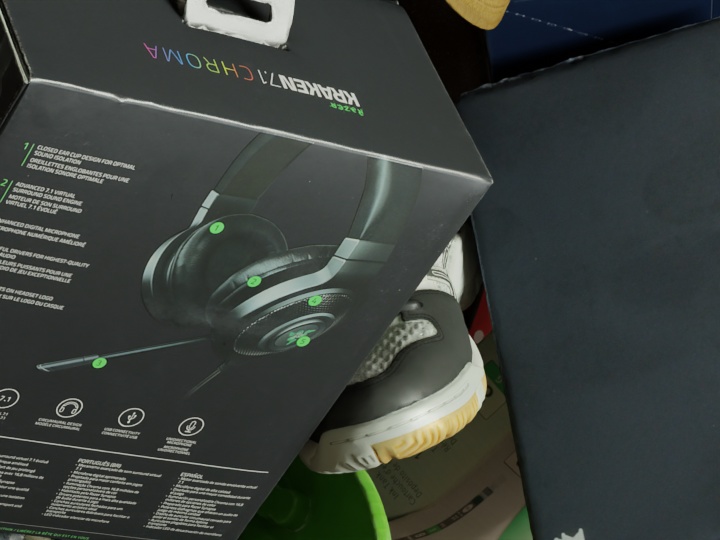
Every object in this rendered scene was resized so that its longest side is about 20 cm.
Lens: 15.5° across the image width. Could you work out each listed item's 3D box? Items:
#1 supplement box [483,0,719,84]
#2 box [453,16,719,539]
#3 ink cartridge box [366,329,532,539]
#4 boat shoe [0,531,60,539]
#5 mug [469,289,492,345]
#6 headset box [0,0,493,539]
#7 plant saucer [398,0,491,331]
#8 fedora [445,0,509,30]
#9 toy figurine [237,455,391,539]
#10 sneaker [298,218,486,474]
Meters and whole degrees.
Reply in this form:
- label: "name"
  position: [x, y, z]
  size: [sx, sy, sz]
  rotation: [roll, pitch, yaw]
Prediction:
- label: "supplement box"
  position: [0.109, -0.165, 1.089]
  size: [0.200, 0.133, 0.201]
  rotation: [74, 9, -69]
- label: "box"
  position: [0.134, 0.036, 1.045]
  size: [0.197, 0.123, 0.201]
  rotation: [35, 42, -63]
- label: "ink cartridge box"
  position: [0.026, 0.127, 1.172]
  size: [0.200, 0.050, 0.161]
  rotation: [-44, 152, 1]
- label: "boat shoe"
  position: [-0.135, 0.100, 0.909]
  size: [0.200, 0.060, 0.076]
  rotation: [36, 18, -40]
- label: "mug"
  position: [0.030, -0.030, 1.245]
  size: [0.133, 0.176, 0.201]
  rotation: [179, -78, -74]
- label: "headset box"
  position: [-0.081, -0.012, 0.850]
  size: [0.173, 0.093, 0.200]
  rotation: [10, 129, -34]
- label: "plant saucer"
  position: [0.003, -0.048, 1.102]
  size: [0.200, 0.036, 0.202]
  rotation: [2, 88, -62]
- label: "fedora"
  position: [-0.014, -0.167, 0.907]
  size: [0.201, 0.081, 0.201]
  rotation: [53, 25, -39]
- label: "toy figurine"
  position: [0.013, 0.152, 1.026]
  size: [0.184, 0.200, 0.151]
  rotation: [24, 95, -36]
- label: "sneaker"
  position: [0.000, 0.000, 0.959]
  size: [0.200, 0.075, 0.088]
  rotation: [-87, 159, -66]
